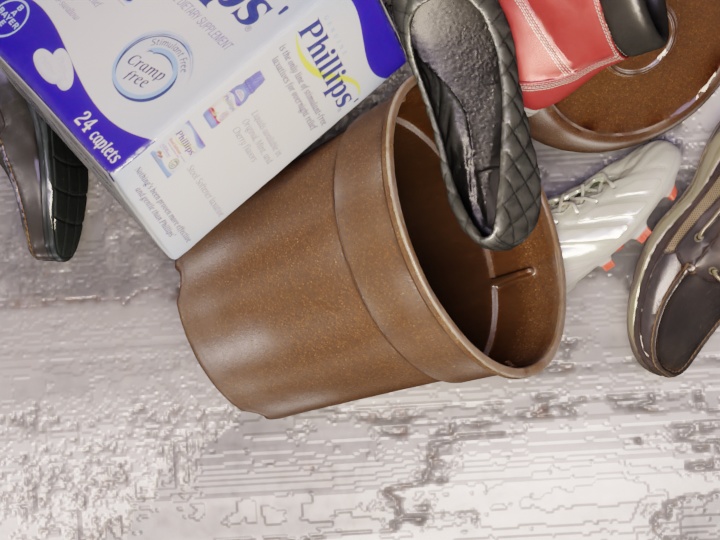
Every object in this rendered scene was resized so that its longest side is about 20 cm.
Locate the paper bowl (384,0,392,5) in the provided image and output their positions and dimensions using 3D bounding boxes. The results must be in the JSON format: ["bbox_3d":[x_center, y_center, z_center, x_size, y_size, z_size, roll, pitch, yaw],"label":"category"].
[{"bbox_3d":[0.068,-0.269,1.258,0.199,0.104,0.203,0,91,2],"label":"paper bowl"}]

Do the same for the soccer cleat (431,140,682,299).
[{"bbox_3d":[0.135,-0.025,1.278,0.200,0.069,0.078,-44,102,6],"label":"soccer cleat"}]

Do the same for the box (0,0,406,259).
[{"bbox_3d":[-0.108,-0.145,1.173,0.200,0.105,0.184,-41,55,-7],"label":"box"}]

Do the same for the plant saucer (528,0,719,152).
[{"bbox_3d":[0.179,-0.160,1.235,0.199,0.032,0.201,-10,125,-15],"label":"plant saucer"}]

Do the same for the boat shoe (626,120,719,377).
[{"bbox_3d":[0.247,-0.018,1.261,0.074,0.073,0.201,23,93,-37],"label":"boat shoe"}]

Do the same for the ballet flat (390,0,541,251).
[{"bbox_3d":[0.064,-0.110,1.115,0.066,0.057,0.201,-19,89,18],"label":"ballet flat"}]

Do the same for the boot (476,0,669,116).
[{"bbox_3d":[0.110,-0.210,1.140,0.144,0.072,0.201,-26,87,33],"label":"boot"}]

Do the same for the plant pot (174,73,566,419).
[{"bbox_3d":[0.000,0.000,1.208,0.197,0.200,0.202,-22,91,32],"label":"plant pot"}]

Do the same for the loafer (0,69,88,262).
[{"bbox_3d":[-0.238,-0.101,1.295,0.072,0.073,0.202,-10,82,11],"label":"loafer"}]
